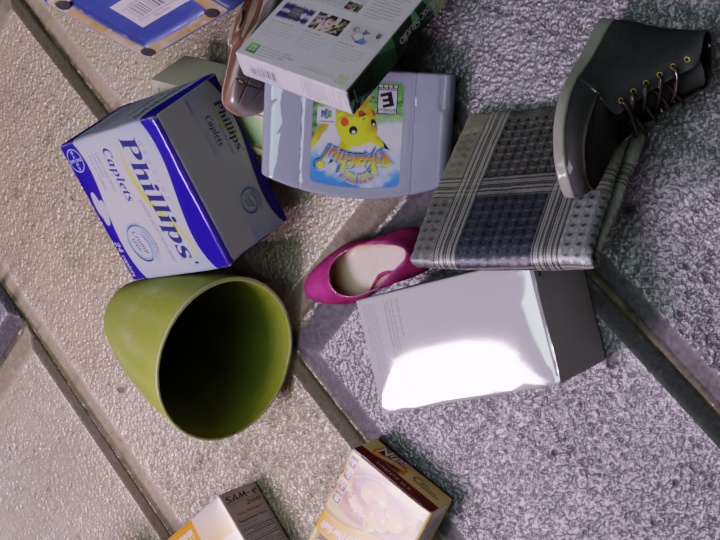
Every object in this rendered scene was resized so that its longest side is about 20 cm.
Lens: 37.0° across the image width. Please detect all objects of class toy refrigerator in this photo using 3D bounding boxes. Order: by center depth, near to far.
[{"bbox_3d":[-0.141,-0.179,1.224,0.199,0.070,0.076,19,136,30],"label":"toy refrigerator"}]

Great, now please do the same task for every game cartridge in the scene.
[{"bbox_3d":[-0.003,-0.142,1.118,0.198,0.040,0.135,3,102,3],"label":"game cartridge"}]

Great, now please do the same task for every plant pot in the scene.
[{"bbox_3d":[-0.232,-0.357,1.161,0.199,0.199,0.182,-18,62,35],"label":"plant pot"},{"bbox_3d":[-0.213,0.077,1.270,0.199,0.186,0.189,18,106,45],"label":"plant pot"}]

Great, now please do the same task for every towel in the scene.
[{"bbox_3d":[0.158,-0.078,1.009,0.191,0.035,0.201,-1,52,36],"label":"towel"}]

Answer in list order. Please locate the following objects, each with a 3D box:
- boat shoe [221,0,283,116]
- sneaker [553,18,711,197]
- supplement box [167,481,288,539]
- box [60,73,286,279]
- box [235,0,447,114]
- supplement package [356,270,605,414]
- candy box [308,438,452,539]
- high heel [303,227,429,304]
[{"bbox_3d":[-0.107,-0.249,1.173,0.071,0.076,0.201,-6,53,42],"label":"boat shoe"},{"bbox_3d":[0.238,-0.147,0.936,0.105,0.075,0.201,6,57,30],"label":"sneaker"},{"bbox_3d":[-0.136,0.377,1.299,0.126,0.073,0.201,-43,72,29],"label":"supplement box"},{"bbox_3d":[-0.214,-0.100,1.220,0.199,0.105,0.185,-8,116,45],"label":"box"},{"bbox_3d":[-0.011,-0.254,1.089,0.143,0.036,0.201,24,65,29],"label":"box"},{"bbox_3d":[0.118,0.060,1.064,0.199,0.121,0.121,-15,88,34],"label":"supplement package"},{"bbox_3d":[0.008,0.305,1.205,0.115,0.055,0.201,35,113,25],"label":"candy box"},{"bbox_3d":[0.000,0.000,1.150,0.198,0.096,0.068,-12,89,34],"label":"high heel"}]
